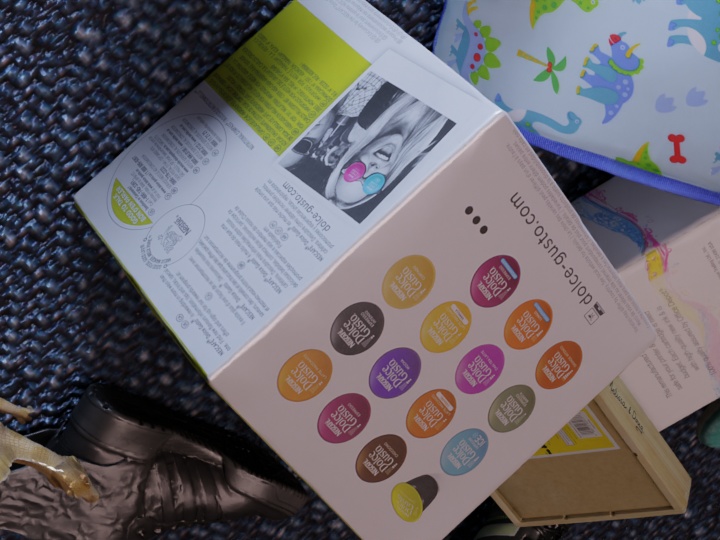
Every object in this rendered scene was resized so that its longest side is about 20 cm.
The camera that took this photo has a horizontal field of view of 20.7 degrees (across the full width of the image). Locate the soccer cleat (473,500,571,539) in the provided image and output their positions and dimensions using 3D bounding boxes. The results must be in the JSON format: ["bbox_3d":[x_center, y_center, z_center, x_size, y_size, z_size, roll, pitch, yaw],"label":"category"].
[{"bbox_3d":[0.101,0.201,1.333,0.200,0.081,0.067,-47,131,1],"label":"soccer cleat"}]

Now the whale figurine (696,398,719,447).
[{"bbox_3d":[0.313,0.049,1.357,0.159,0.104,0.201,19,104,-38],"label":"whale figurine"}]

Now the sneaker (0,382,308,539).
[{"bbox_3d":[-0.133,0.134,1.163,0.199,0.060,0.105,28,100,-34],"label":"sneaker"}]

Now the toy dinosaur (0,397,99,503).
[{"bbox_3d":[-0.232,0.087,1.042,0.199,0.101,0.058,4,116,-34],"label":"toy dinosaur"}]

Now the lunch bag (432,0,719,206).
[{"bbox_3d":[0.148,-0.151,1.110,0.199,0.128,0.171,16,114,3],"label":"lunch bag"}]

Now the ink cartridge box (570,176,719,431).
[{"bbox_3d":[0.195,0.011,1.243,0.199,0.088,0.145,-32,130,7],"label":"ink cartridge box"}]

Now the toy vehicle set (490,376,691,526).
[{"bbox_3d":[0.108,0.091,1.214,0.200,0.124,0.027,51,43,-38],"label":"toy vehicle set"}]

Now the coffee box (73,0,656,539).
[{"bbox_3d":[0.000,0.000,1.069,0.198,0.200,0.200,-42,131,-2],"label":"coffee box"}]
